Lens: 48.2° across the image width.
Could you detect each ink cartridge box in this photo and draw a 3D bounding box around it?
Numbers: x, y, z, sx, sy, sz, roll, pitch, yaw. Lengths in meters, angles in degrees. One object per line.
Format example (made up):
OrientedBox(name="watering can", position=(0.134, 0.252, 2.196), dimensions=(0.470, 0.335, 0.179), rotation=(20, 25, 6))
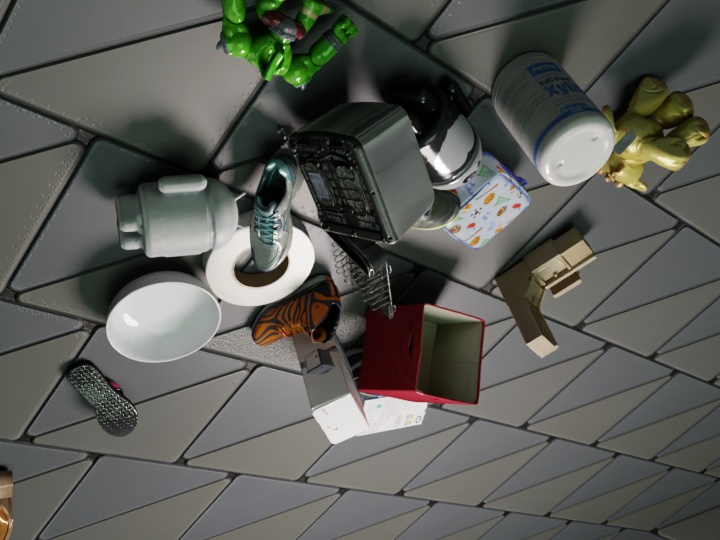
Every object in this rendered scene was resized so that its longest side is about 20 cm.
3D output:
OrientedBox(name="ink cartridge box", position=(-0.062, 0.214, 1.586), dimensions=(0.085, 0.201, 0.147), rotation=(-23, 139, 1))
OrientedBox(name="ink cartridge box", position=(0.080, 0.294, 1.829), dimensions=(0.197, 0.077, 0.138), rotation=(-6, 136, -18))

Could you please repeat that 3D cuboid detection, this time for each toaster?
OrientedBox(name="toaster", position=(-0.005, -0.155, 1.214), dimensions=(0.118, 0.180, 0.202), rotation=(-39, 121, -28))

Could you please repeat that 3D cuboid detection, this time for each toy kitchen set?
OrientedBox(name="toy kitchen set", position=(0.425, 0.060, 1.673), dimensions=(0.199, 0.182, 0.163), rotation=(-35, 139, 18))

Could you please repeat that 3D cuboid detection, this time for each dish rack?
OrientedBox(name="dish rack", position=(0.000, 0.000, 1.442), dimensions=(0.054, 0.154, 0.201), rotation=(-30, 142, -17))

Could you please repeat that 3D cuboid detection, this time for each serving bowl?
OrientedBox(name="serving bowl", position=(-0.346, 0.071, 1.408), dimensions=(0.197, 0.066, 0.202), rotation=(-13, 137, -12))

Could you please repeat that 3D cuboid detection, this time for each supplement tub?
OrientedBox(name="supplement tub", position=(0.306, -0.244, 1.292), dimensions=(0.130, 0.201, 0.133), rotation=(-13, 138, -12))

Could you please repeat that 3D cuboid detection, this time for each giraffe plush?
OrientedBox(name="giraffe plush", position=(0.502, -0.222, 1.461), dimensions=(0.198, 0.174, 0.163), rotation=(-26, 161, -14))

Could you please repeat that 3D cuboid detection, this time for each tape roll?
OrientedBox(name="tape roll", position=(-0.178, -0.020, 1.417), dimensions=(0.200, 0.037, 0.205), rotation=(-13, 138, -12))

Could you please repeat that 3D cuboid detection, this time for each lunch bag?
OrientedBox(name="lunch bag", position=(0.218, -0.125, 1.441), dimensions=(0.160, 0.076, 0.199), rotation=(-44, 151, 14))

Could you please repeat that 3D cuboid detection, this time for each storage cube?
OrientedBox(name="storage cube", position=(0.121, 0.171, 1.599), dimensions=(0.198, 0.174, 0.178), rotation=(17, 164, -38))

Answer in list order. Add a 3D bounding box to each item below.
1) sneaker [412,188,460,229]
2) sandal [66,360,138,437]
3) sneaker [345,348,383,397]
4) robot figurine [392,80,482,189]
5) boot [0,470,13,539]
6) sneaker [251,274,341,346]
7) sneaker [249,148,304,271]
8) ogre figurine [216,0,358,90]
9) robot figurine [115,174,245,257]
OrientedBox(name="sneaker", position=(0.070, -0.103, 1.353), dimensions=(0.197, 0.075, 0.081), rotation=(-3, -177, 17))
OrientedBox(name="sandal", position=(-0.489, 0.240, 1.539), dimensions=(0.074, 0.045, 0.202), rotation=(-27, 124, -5))
OrientedBox(name="sneaker", position=(0.062, 0.214, 1.712), dimensions=(0.197, 0.113, 0.074), rotation=(-12, 138, -14))
OrientedBox(name="robot figurine", position=(0.117, -0.213, 1.290), dimensions=(0.149, 0.126, 0.200), rotation=(-32, 139, 18))
OrientedBox(name="boot", position=(-0.782, 0.484, 1.614), dimensions=(0.153, 0.077, 0.202), rotation=(-2, 131, -26))
OrientedBox(name="sneaker", position=(-0.119, 0.101, 1.511), dimensions=(0.199, 0.113, 0.077), rotation=(-38, 137, 15))
OrientedBox(name="sneaker", position=(-0.147, -0.093, 1.278), dimensions=(0.076, 0.086, 0.203), rotation=(15, 106, 11))
OrientedBox(name="ogre figurine", position=(-0.113, -0.326, 1.091), dimensions=(0.198, 0.098, 0.121), rotation=(9, 118, -47))
OrientedBox(name="robot figurine", position=(-0.276, -0.083, 1.248), dimensions=(0.197, 0.114, 0.171), rotation=(-8, 146, -18))
